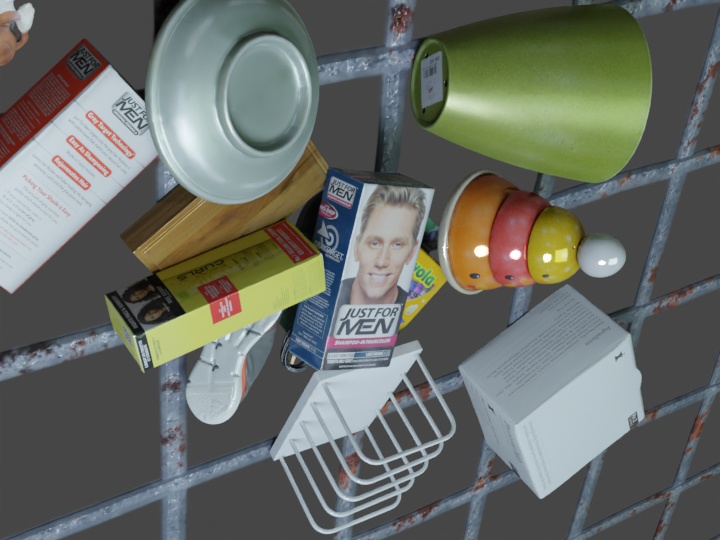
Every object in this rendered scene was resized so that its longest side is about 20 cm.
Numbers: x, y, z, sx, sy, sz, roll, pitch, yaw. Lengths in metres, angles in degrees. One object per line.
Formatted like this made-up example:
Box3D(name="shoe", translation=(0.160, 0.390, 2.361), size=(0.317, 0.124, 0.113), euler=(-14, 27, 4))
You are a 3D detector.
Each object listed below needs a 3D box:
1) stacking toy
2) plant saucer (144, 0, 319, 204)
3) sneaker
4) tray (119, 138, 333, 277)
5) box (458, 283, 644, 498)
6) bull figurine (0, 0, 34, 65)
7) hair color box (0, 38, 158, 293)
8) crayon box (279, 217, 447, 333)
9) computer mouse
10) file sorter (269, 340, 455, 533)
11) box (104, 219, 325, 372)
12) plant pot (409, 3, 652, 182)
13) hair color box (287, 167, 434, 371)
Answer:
Box3D(name="stacking toy", translation=(0.198, -0.031, 1.257), size=(0.146, 0.200, 0.146), euler=(-18, 113, -48))
Box3D(name="plant saucer", translation=(-0.096, -0.155, 0.997), size=(0.200, 0.050, 0.200), euler=(-16, 111, -46))
Box3D(name="sneaker", translation=(-0.124, 0.064, 1.207), size=(0.200, 0.077, 0.082), euler=(-63, 167, 11))
Box3D(name="tray", translation=(-0.127, -0.063, 1.111), size=(0.200, 0.037, 0.099), euler=(-42, 139, -5))
Box3D(name="box", translation=(0.263, 0.165, 1.538), size=(0.200, 0.131, 0.199), euler=(-36, 137, -11))
Box3D(name="bull figurine", translation=(-0.327, -0.190, 0.812), size=(0.200, 0.065, 0.121), euler=(-6, 159, -45))
Box3D(name="hair color box", translation=(-0.265, -0.087, 0.961), size=(0.200, 0.061, 0.102), euler=(-43, 138, -2))
Box3D(name="crayon box", translation=(0.016, 0.018, 1.280), size=(0.200, 0.052, 0.126), euler=(-49, 139, 3))
Box3D(name="computer mouse", translation=(-0.047, 0.012, 1.192), size=(0.059, 0.034, 0.200), euler=(6, 99, -27))
Box3D(name="file sorter", translation=(0.005, 0.197, 1.311), size=(0.139, 0.125, 0.200), euler=(-15, 152, -30))
Box3D(name="box", translation=(-0.137, 0.021, 1.089), size=(0.200, 0.075, 0.050), euler=(-23, 134, -22))
Box3D(name="plant pot", translation=(0.159, -0.186, 1.159), size=(0.200, 0.187, 0.187), euler=(0, 123, -21))
Box3D(name="hair color box", translation=(0.000, 0.000, 1.167), size=(0.100, 0.060, 0.200), euler=(0, 109, -41))
